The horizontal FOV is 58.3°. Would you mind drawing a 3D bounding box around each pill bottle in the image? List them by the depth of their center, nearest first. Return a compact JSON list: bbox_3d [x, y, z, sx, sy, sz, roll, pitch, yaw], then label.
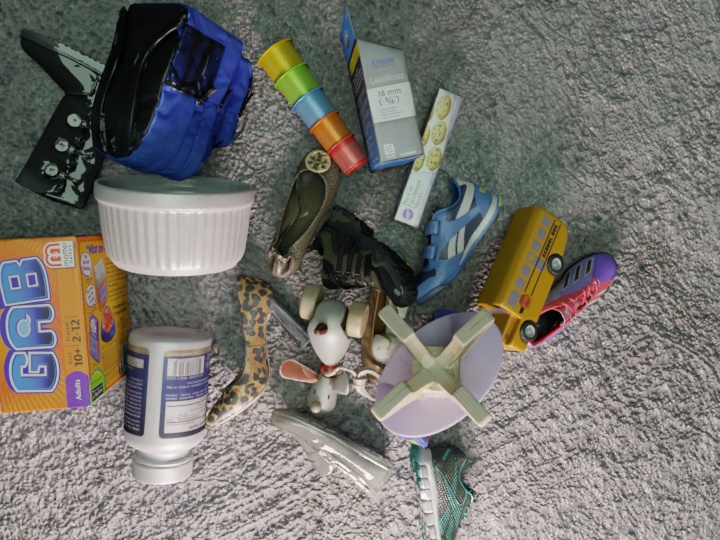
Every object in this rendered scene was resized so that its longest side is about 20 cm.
[{"bbox_3d":[-0.268,0.184,0.893,0.111,0.111,0.201,5,94,-6],"label":"pill bottle"}]

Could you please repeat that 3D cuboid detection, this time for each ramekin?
[{"bbox_3d":[-0.239,-0.062,0.841,0.199,0.200,0.106,3,104,-6],"label":"ramekin"}]

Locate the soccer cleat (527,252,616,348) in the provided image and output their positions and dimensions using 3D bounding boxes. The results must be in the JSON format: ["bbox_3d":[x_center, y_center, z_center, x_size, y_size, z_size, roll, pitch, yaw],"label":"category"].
[{"bbox_3d":[0.308,0.048,0.956,0.200,0.073,0.068,-37,96,-2],"label":"soccer cleat"}]

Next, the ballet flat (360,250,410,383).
[{"bbox_3d":[0.044,0.071,0.932,0.068,0.072,0.201,7,93,-23],"label":"ballet flat"}]

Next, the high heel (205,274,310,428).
[{"bbox_3d":[-0.180,0.110,0.911,0.200,0.071,0.143,-46,104,-17],"label":"high heel"}]

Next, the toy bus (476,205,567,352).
[{"bbox_3d":[0.229,0.014,0.924,0.078,0.065,0.201,32,75,-21],"label":"toy bus"}]

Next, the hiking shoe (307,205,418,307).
[{"bbox_3d":[0.000,0.000,0.891,0.101,0.200,0.076,-50,140,10],"label":"hiking shoe"}]

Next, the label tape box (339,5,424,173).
[{"bbox_3d":[0.027,-0.241,0.874,0.063,0.144,0.201,-13,95,-4],"label":"label tape box"}]

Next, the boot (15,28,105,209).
[{"bbox_3d":[-0.418,-0.203,0.880,0.164,0.066,0.201,25,96,-5],"label":"boot"}]

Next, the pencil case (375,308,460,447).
[{"bbox_3d":[0.098,0.150,0.922,0.200,0.087,0.078,-60,140,-14],"label":"pencil case"}]

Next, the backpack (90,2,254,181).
[{"bbox_3d":[-0.240,-0.217,0.834,0.168,0.162,0.201,22,88,-45],"label":"backpack"}]

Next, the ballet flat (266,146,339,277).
[{"bbox_3d":[-0.084,-0.085,0.912,0.067,0.046,0.201,21,85,15],"label":"ballet flat"}]

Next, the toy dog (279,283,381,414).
[{"bbox_3d":[-0.047,0.121,0.888,0.131,0.096,0.201,-5,109,22],"label":"toy dog"}]

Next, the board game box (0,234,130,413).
[{"bbox_3d":[-0.422,0.058,0.825,0.199,0.200,0.201,-3,94,-5],"label":"board game box"}]

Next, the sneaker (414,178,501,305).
[{"bbox_3d":[0.121,-0.043,0.935,0.082,0.074,0.200,34,82,-9],"label":"sneaker"}]

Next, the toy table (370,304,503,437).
[{"bbox_3d":[0.097,0.124,0.824,0.184,0.117,0.200,35,81,18],"label":"toy table"}]

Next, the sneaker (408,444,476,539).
[{"bbox_3d":[0.133,0.355,0.964,0.091,0.078,0.201,-9,96,-9],"label":"sneaker"}]

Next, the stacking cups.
[{"bbox_3d":[-0.061,-0.225,0.905,0.060,0.061,0.200,-37,94,-2],"label":"stacking cups"}]

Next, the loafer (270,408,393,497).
[{"bbox_3d":[-0.047,0.266,0.941,0.200,0.070,0.070,30,82,-7],"label":"loafer"}]

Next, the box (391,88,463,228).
[{"bbox_3d":[0.096,-0.162,0.939,0.041,0.039,0.201,20,92,-5],"label":"box"}]
